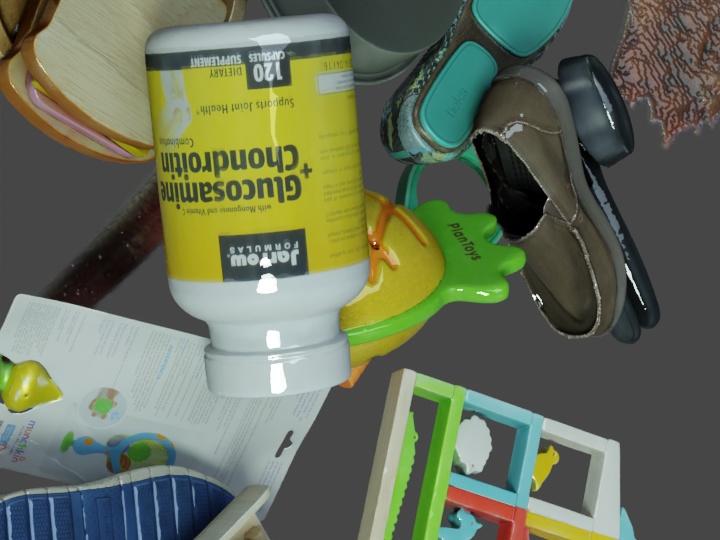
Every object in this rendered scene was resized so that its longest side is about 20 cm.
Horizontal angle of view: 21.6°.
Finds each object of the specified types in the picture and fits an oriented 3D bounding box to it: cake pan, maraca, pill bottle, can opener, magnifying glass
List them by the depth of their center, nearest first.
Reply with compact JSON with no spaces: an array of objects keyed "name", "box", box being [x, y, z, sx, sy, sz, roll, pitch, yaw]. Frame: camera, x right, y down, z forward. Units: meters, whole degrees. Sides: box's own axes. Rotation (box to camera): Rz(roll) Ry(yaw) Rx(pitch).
[{"name":"pill bottle","box":[-0.053,-0.037,1.029,0.112,0.112,0.200,-10,99,-29]},{"name":"maraca","box":[0.000,0.000,1.153,0.200,0.137,0.107,-12,128,-16]},{"name":"cake pan","box":[0.003,-0.217,1.177,0.200,0.037,0.200,8,80,-49]},{"name":"magnifying glass","box":[0.035,-0.006,1.236,0.080,0.022,0.200,42,63,-13]},{"name":"can opener","box":[0.154,-0.044,1.286,0.063,0.079,0.200,-22,97,-38]}]

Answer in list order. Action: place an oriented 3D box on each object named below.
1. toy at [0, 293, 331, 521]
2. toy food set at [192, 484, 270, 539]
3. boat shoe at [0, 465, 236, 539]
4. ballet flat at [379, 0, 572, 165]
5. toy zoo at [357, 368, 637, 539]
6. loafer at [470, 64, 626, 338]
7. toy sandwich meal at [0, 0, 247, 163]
[{"name":"toy","box":[-0.128,0.074,1.100,0.200,0.115,0.047,14,26,-28]},{"name":"toy food set","box":[-0.064,0.237,1.065,0.144,0.060,0.200,-44,125,-29]},{"name":"boat shoe","box":[-0.152,0.147,1.065,0.200,0.072,0.072,9,75,-45]},{"name":"ballet flat","box":[0.074,-0.144,1.265,0.074,0.074,0.200,47,57,-10]},{"name":"toy zoo","box":[0.098,0.155,1.228,0.200,0.020,0.131,21,69,-21]},{"name":"loafer","box":[0.112,-0.033,1.227,0.071,0.073,0.200,-42,121,-35]},{"name":"toy sandwich meal","box":[-0.131,-0.166,1.064,0.205,0.070,0.205,-7,101,-38]}]
